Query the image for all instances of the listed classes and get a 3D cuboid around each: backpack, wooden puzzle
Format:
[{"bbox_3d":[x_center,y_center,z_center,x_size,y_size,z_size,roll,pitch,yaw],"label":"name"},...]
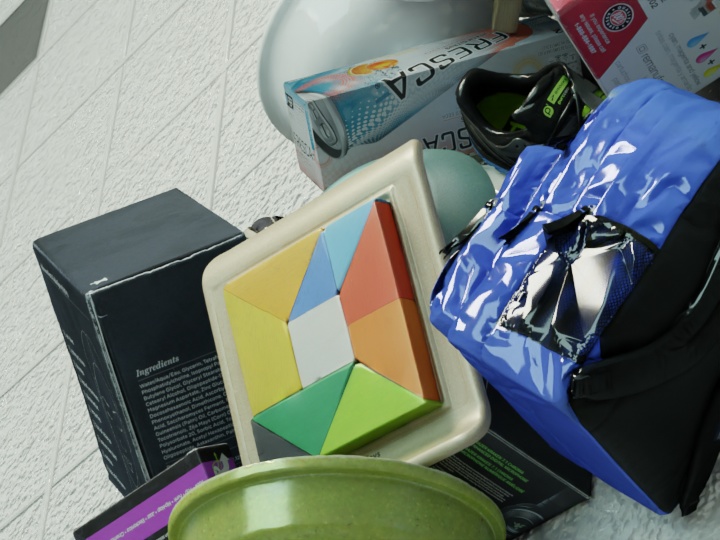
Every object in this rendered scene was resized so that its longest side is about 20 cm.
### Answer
[{"bbox_3d":[0.147,-0.004,1.235,0.167,0.163,0.201,31,81,37],"label":"backpack"},{"bbox_3d":[-0.018,0.043,1.351,0.184,0.037,0.201,-30,59,33],"label":"wooden puzzle"}]

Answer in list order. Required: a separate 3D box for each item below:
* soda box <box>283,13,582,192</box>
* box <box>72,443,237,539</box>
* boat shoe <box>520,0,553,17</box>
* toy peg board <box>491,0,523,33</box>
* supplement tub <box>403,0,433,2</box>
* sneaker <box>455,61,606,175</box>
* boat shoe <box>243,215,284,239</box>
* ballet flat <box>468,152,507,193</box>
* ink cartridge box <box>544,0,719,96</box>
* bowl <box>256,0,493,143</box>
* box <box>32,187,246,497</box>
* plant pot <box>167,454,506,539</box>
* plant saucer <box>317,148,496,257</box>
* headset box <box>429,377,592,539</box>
[{"bbox_3d":[0.053,-0.116,1.545,0.199,0.069,0.064,-17,21,-14],"label":"soda box"},{"bbox_3d":[-0.102,0.231,1.458,0.143,0.036,0.201,-34,71,39],"label":"box"},{"bbox_3d":[0.169,-0.265,1.640,0.064,0.075,0.203,13,61,37],"label":"boat shoe"},{"bbox_3d":[0.152,-0.292,1.505,0.201,0.097,0.200,98,178,-57],"label":"toy peg board"},{"bbox_3d":[0.042,-0.296,1.558,0.122,0.122,0.201,-31,42,41],"label":"supplement tub"},{"bbox_3d":[0.139,-0.084,1.434,0.199,0.083,0.071,19,72,38],"label":"sneaker"},{"bbox_3d":[-0.026,-0.026,1.611,0.063,0.073,0.200,-52,-15,7],"label":"boat shoe"},{"bbox_3d":[0.087,-0.055,1.559,0.070,0.069,0.200,-60,25,-8],"label":"ballet flat"},{"bbox_3d":[0.194,-0.216,1.353,0.199,0.145,0.145,-34,53,7],"label":"ink cartridge box"},{"bbox_3d":[0.033,-0.143,1.630,0.201,0.201,0.091,-49,46,15],"label":"bowl"},{"bbox_3d":[-0.132,0.066,1.598,0.123,0.198,0.200,-22,18,-13],"label":"box"},{"bbox_3d":[-0.014,0.232,1.283,0.200,0.199,0.185,-32,47,41],"label":"plant pot"},{"bbox_3d":[0.000,0.000,1.428,0.199,0.036,0.201,-31,39,29],"label":"plant saucer"},{"bbox_3d":[0.057,0.085,1.407,0.200,0.093,0.175,-35,32,37],"label":"headset box"}]
